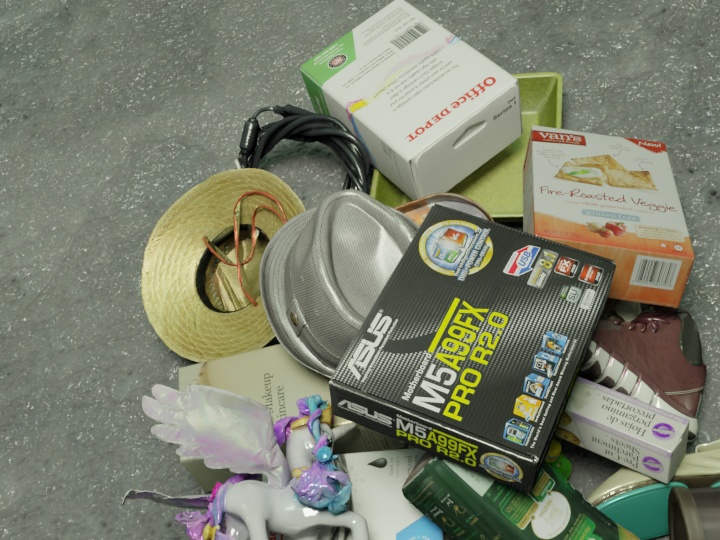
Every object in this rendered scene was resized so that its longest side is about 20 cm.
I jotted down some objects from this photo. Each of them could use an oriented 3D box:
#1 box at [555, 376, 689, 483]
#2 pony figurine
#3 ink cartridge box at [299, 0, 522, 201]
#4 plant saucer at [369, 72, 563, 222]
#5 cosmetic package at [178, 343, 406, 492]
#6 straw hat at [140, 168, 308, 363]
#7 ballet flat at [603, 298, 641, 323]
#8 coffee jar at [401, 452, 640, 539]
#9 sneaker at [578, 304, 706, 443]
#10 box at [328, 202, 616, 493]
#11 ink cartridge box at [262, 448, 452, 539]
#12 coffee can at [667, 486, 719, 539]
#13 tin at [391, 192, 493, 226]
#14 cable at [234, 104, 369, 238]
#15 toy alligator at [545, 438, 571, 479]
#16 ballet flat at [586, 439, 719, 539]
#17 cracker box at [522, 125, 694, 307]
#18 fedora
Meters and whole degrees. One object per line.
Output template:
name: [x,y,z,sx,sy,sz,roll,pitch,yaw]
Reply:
box: [0.169,0.112,0.798,0.199,0.042,0.039,21,48,31]
pony figurine: [-0.082,0.183,0.748,0.191,0.167,0.201,6,48,-20]
ink cartridge box: [0.054,-0.180,1.016,0.144,0.084,0.200,-37,54,-12]
plant saucer: [0.118,-0.123,1.042,0.198,0.048,0.201,0,56,14]
cosmetic package: [-0.065,0.128,0.898,0.198,0.073,0.104,-14,53,4]
straw hat: [-0.120,0.002,0.987,0.199,0.085,0.203,-4,78,21]
ballet flat: [0.215,0.056,0.886,0.072,0.068,0.200,39,71,12]
coffee jar: [0.133,0.199,0.736,0.200,0.104,0.085,42,60,7]
sneaker: [0.220,0.056,0.835,0.199,0.076,0.116,38,62,-9]
box: [0.089,0.050,0.731,0.159,0.045,0.201,20,52,17]
ink cartridge box: [-0.023,0.224,0.821,0.198,0.068,0.117,-7,54,10]
coffee can: [0.331,0.222,0.678,0.198,0.147,0.148,-6,54,10]
tin: [0.042,-0.004,0.952,0.198,0.042,0.113,-18,85,3]
cable: [-0.072,-0.092,1.036,0.199,0.051,0.164,27,90,35]
toy alligator: [0.121,0.147,0.851,0.199,0.060,0.054,32,25,34]
ballet flat: [0.271,0.173,0.789,0.198,0.070,0.070,-11,53,5]
cracker box: [0.218,-0.056,0.874,0.132,0.058,0.201,8,36,3]
fedora: [0.000,0.000,0.850,0.175,0.091,0.202,-11,63,-11]
